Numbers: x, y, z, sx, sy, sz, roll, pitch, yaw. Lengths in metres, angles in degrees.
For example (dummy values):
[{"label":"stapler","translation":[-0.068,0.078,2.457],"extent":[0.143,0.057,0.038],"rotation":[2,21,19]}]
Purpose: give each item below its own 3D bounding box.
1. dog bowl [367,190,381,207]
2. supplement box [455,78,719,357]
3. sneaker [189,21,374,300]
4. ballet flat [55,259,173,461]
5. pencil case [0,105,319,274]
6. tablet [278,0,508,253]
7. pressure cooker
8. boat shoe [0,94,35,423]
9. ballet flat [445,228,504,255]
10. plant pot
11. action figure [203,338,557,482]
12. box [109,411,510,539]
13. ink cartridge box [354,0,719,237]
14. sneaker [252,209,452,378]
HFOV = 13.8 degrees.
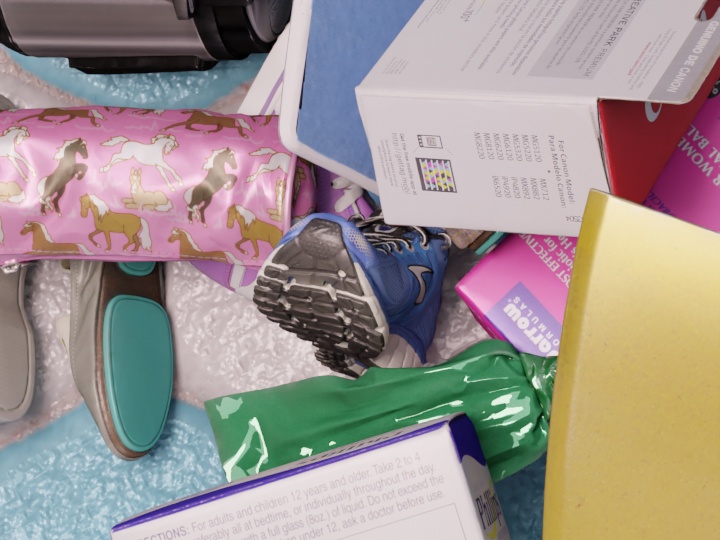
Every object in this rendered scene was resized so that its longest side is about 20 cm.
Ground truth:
[{"label":"dog bowl","translation":[0.040,-0.123,1.657],"extent":[0.049,0.111,0.202],"rotation":[-2,77,30]},{"label":"supplement box","translation":[0.160,-0.015,1.611],"extent":[0.200,0.103,0.101],"rotation":[-44,76,0]},{"label":"sneaker","translation":[-0.014,-0.070,1.678],"extent":[0.114,0.073,0.201],"rotation":[32,95,12]},{"label":"ballet flat","translation":[-0.144,0.012,1.691],"extent":[0.063,0.067,0.202],"rotation":[-11,73,36]},{"label":"pencil case","translation":[-0.118,-0.043,1.620],"extent":[0.198,0.087,0.083],"rotation":[0,33,9]},{"label":"tablet","translation":[0.026,-0.097,1.573],"extent":[0.014,0.200,0.131],"rotation":[-3,71,37]},{"label":"pressure cooker","translation":[-0.109,-0.203,1.665],"extent":[0.198,0.179,0.177],"rotation":[1,75,12]},{"label":"boat shoe","translation":[-0.223,-0.004,1.699],"extent":[0.060,0.074,0.201],"rotation":[-13,69,28]},{"label":"ballet flat","translation":[0.096,-0.082,1.604],"extent":[0.067,0.200,0.068],"rotation":[46,132,3]},{"label":"plant pot","translation":[0.182,0.083,1.342],"extent":[0.199,0.200,0.178],"rotation":[20,94,14]},{"label":"action figure","translation":[0.028,0.088,1.557],"extent":[0.199,0.055,0.119],"rotation":[-22,86,15]},{"label":"box","translation":[-0.004,0.192,1.489],"extent":[0.183,0.105,0.201],"rotation":[-18,89,10]},{"label":"ink cartridge box","translation":[0.120,-0.104,1.495],"extent":[0.174,0.084,0.200],"rotation":[5,36,27]},{"label":"sneaker","translation":[0.000,0.000,1.587],"extent":[0.078,0.200,0.090],"rotation":[17,79,15]}]
